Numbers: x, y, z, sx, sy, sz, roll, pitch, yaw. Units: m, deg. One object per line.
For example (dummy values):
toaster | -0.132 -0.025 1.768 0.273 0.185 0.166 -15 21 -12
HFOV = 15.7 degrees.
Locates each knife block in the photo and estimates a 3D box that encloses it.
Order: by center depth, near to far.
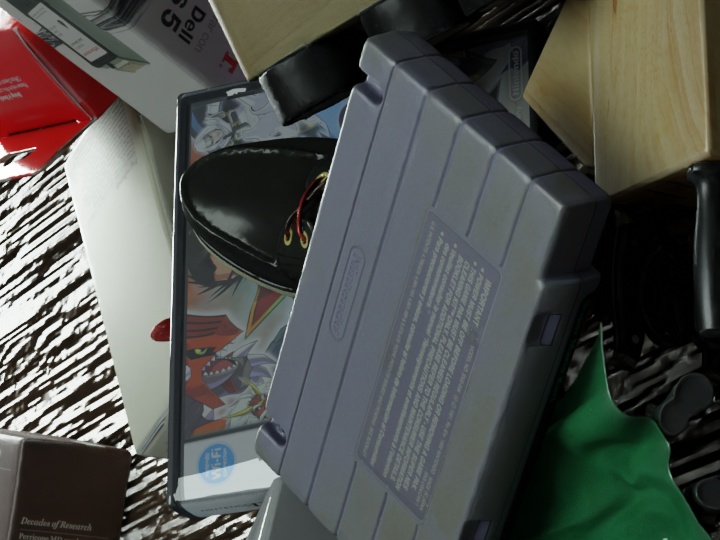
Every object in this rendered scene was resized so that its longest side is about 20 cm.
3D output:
knife block | 0.141 -0.062 0.992 0.176 0.064 0.201 52 124 50

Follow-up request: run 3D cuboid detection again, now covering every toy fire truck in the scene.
toy fire truck | 0.043 -0.168 1.114 0.176 0.200 0.129 -28 88 42

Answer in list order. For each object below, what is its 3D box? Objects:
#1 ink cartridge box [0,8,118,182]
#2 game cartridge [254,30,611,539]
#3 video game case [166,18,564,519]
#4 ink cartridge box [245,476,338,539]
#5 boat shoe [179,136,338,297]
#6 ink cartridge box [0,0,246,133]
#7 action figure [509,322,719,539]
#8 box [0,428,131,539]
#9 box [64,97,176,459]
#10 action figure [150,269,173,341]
ink cartridge box | -0.149 -0.136 1.374 0.200 0.067 0.116 -51 22 -25
game cartridge | 0.025 0.025 1.009 0.130 0.038 0.201 40 128 34
video game case | 0.000 0.000 1.143 0.180 0.025 0.201 -10 67 24
ink cartridge box | -0.035 0.213 1.086 0.145 0.084 0.201 114 172 -46
boat shoe | 0.002 -0.022 1.101 0.201 0.063 0.074 16 79 32
ink cartridge box | -0.117 -0.184 1.275 0.084 0.200 0.146 -6 53 57
action figure | 0.083 0.102 1.032 0.200 0.055 0.119 -40 73 57
box | -0.190 0.190 1.443 0.100 0.075 0.201 2 81 58
box | -0.090 -0.002 1.338 0.082 0.068 0.201 -52 42 37
action figure | -0.021 0.075 1.182 0.200 0.052 0.066 43 126 25
